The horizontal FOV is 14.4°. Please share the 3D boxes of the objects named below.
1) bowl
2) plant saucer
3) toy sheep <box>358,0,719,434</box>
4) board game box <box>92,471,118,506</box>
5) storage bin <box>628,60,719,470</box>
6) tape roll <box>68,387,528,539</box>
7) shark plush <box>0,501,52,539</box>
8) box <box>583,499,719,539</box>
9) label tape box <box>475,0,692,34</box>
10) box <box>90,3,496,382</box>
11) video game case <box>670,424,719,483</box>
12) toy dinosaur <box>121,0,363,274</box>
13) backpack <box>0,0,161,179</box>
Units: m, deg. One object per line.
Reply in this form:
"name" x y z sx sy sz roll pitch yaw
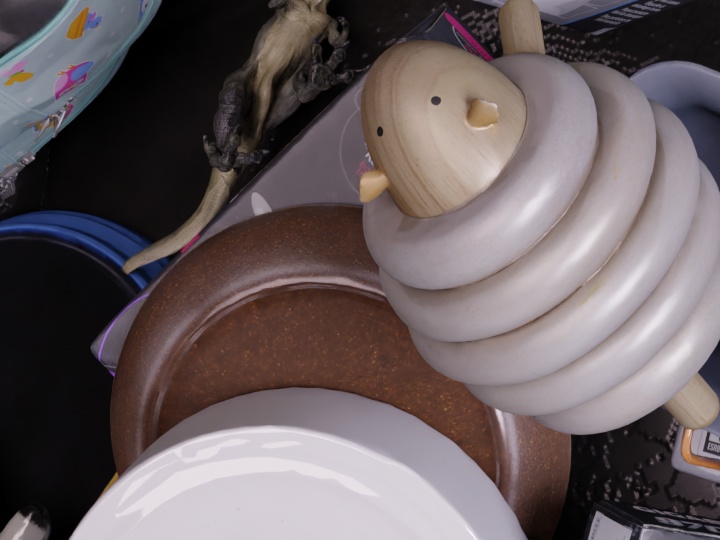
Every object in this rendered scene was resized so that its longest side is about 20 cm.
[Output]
"bowl" -0.154 0.072 1.366 0.199 0.039 0.202 -1 88 26
"plant saucer" -0.013 0.074 1.188 0.199 0.034 0.202 3 105 12
"toy sheep" 0.071 -0.010 1.024 0.138 0.200 0.138 -35 32 26
"board game box" -0.069 0.211 1.248 0.199 0.062 0.200 33 74 8
"storage bin" 0.190 0.019 1.122 0.199 0.134 0.146 26 100 26
"tape roll" -0.027 0.152 1.151 0.201 0.071 0.204 2 102 10
"shark plush" -0.193 0.174 1.334 0.083 0.090 0.202 -163 68 -67
"box" 0.169 0.185 1.129 0.046 0.199 0.160 -157 78 -67
"label tape box" 0.151 -0.162 1.164 0.199 0.144 0.064 -18 81 25
"box" 0.000 0.000 1.240 0.200 0.106 0.122 -43 91 18
"video game case" 0.242 0.021 1.184 0.199 0.022 0.184 16 95 26
"toy dinosaur" -0.044 -0.077 1.285 0.047 0.088 0.201 30 91 -15
"backpack" -0.186 -0.140 1.324 0.200 0.153 0.177 -37 67 22
